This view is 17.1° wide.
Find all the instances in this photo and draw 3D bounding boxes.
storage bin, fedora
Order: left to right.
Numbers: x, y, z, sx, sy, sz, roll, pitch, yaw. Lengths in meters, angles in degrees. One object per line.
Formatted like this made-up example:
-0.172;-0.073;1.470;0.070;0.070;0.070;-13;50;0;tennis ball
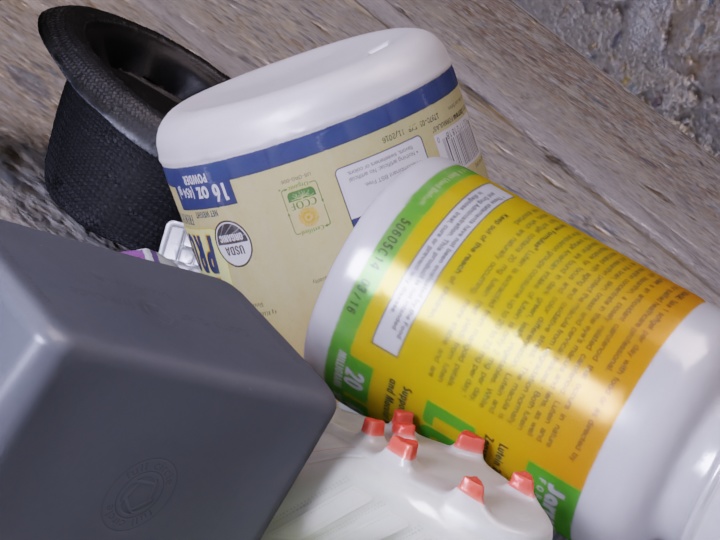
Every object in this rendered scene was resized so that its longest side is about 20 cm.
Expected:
-0.114;0.059;0.866;0.200;0.134;0.146;18;22;-51;storage bin
-0.120;-0.065;1.342;0.200;0.092;0.201;32;14;-9;fedora

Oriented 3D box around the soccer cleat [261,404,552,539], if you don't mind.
-0.013;0.087;0.940;0.200;0.078;0.069;20;10;34;soccer cleat

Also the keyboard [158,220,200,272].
-0.012;0.022;1.235;0.200;0.056;0.011;13;-7;9;keyboard

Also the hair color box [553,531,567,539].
0.075;0.113;1.264;0.200;0.061;0.099;38;15;16;hair color box

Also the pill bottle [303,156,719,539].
0.087;0.046;0.970;0.200;0.111;0.111;30;12;18;pill bottle

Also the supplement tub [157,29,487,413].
0.000;0.000;1.133;0.144;0.144;0.200;-68;139;-76;supplement tub

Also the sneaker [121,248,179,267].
-0.146;0.016;1.067;0.114;0.073;0.200;30;15;-6;sneaker
